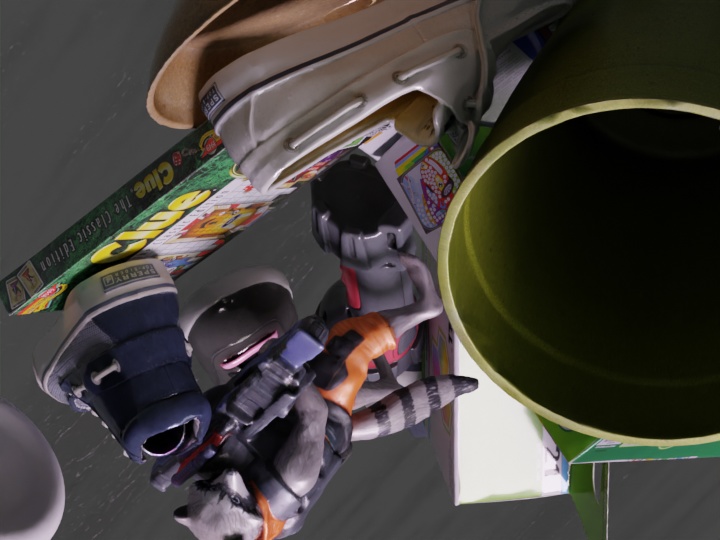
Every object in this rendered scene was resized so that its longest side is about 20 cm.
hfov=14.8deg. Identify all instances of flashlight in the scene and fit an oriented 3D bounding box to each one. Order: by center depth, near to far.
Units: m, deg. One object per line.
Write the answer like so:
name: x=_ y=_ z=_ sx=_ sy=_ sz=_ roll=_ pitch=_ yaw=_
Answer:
flashlight: x=0.000 y=0.000 z=1.596 sx=0.068 sy=0.068 sz=0.200 roll=-12 pitch=152 yaw=-1

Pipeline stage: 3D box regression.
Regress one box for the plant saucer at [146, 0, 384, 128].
plant saucer: x=-0.017 y=-0.132 z=1.290 sx=0.200 sy=0.035 sz=0.200 roll=-27 pitch=167 yaw=-7

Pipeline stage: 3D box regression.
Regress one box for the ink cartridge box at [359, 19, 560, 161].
ink cartridge box: x=0.093 y=-0.118 z=1.494 sx=0.198 sy=0.047 sz=0.200 roll=-38 pitch=160 yaw=9

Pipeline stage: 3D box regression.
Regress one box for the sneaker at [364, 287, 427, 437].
sneaker: x=0.087 y=0.056 z=1.807 sx=0.199 sy=0.080 sz=0.130 roll=-19 pitch=157 yaw=-32

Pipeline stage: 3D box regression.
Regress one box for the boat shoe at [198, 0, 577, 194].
boat shoe: x=0.031 y=-0.085 z=1.297 sx=0.202 sy=0.086 sz=0.075 roll=-23 pitch=167 yaw=-21

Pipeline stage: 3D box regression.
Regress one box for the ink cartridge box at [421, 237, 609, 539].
ink cartridge box: x=0.089 y=0.072 z=1.607 sx=0.076 sy=0.200 sz=0.148 roll=-5 pitch=118 yaw=-7

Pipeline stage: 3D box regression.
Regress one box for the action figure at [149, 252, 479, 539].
action figure: x=-0.021 y=0.078 z=1.482 sx=0.193 sy=0.105 sz=0.200 roll=-44 pitch=-179 yaw=-30

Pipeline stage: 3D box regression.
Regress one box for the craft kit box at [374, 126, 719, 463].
craft kit box: x=0.122 y=0.012 z=1.486 sx=0.049 sy=0.198 sz=0.200 roll=-40 pitch=156 yaw=26

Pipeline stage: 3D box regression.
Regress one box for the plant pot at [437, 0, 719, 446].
plant pot: x=0.148 y=-0.052 z=1.356 sx=0.200 sy=0.200 sz=0.193 roll=-48 pitch=-163 yaw=34

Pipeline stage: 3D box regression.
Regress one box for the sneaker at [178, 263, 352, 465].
sneaker: x=-0.049 y=0.069 z=1.621 sx=0.071 sy=0.099 sz=0.200 roll=-29 pitch=157 yaw=-5

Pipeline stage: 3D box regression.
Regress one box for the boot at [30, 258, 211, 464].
boot: x=-0.126 y=0.066 z=1.479 sx=0.073 sy=0.091 sz=0.200 roll=-17 pitch=167 yaw=-13

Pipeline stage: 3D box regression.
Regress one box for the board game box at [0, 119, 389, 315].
board game box: x=-0.087 y=-0.033 z=1.406 sx=0.105 sy=0.024 sz=0.200 roll=-3 pitch=155 yaw=-48

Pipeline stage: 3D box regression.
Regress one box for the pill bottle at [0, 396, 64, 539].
pill bottle: x=-0.255 y=0.159 z=1.511 sx=0.116 sy=0.116 sz=0.200 roll=-8 pitch=148 yaw=-47
